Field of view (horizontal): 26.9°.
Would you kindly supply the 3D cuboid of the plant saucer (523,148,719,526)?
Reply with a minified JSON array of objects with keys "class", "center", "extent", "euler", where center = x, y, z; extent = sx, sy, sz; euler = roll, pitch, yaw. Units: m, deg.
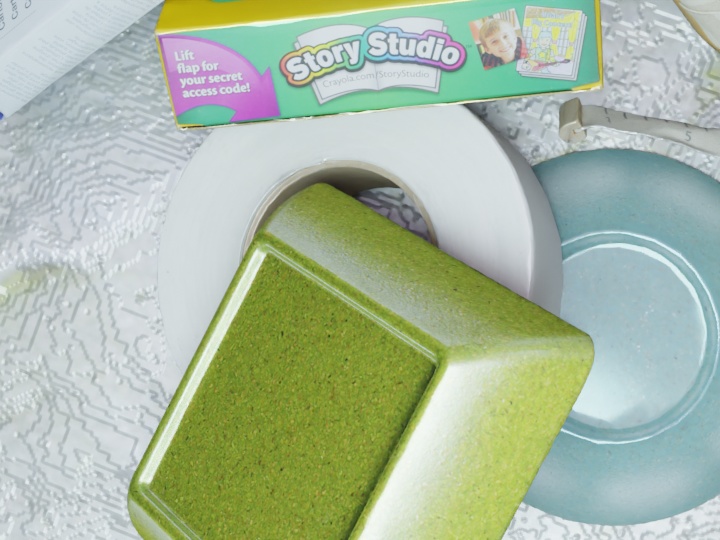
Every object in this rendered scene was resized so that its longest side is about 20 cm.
[{"class":"plant saucer","center":[0.131,0.034,0.787],"extent":[0.200,0.039,0.202],"euler":[0,87,7]}]

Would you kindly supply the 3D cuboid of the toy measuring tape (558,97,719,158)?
[{"class":"toy measuring tape","center":[0.194,-0.040,0.764],"extent":[0.199,0.074,0.074],"euler":[10,89,2]}]

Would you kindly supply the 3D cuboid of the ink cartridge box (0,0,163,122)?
[{"class":"ink cartridge box","center":[-0.162,-0.187,0.753],"extent":[0.200,0.041,0.201],"euler":[-31,56,29]}]

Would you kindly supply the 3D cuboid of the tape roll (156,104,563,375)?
[{"class":"tape roll","center":[0.000,0.000,0.768],"extent":[0.201,0.071,0.204],"euler":[-2,83,20]}]

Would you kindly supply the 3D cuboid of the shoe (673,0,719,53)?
[{"class":"shoe","center":[0.186,-0.150,0.738],"extent":[0.199,0.053,0.070],"euler":[31,91,-26]}]

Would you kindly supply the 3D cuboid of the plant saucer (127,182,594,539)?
[{"class":"plant saucer","center":[-0.022,0.074,0.664],"extent":[0.199,0.048,0.201],"euler":[32,96,44]}]

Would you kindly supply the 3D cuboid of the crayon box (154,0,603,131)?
[{"class":"crayon box","center":[0.012,-0.142,0.743],"extent":[0.199,0.173,0.059],"euler":[-5,125,7]}]
